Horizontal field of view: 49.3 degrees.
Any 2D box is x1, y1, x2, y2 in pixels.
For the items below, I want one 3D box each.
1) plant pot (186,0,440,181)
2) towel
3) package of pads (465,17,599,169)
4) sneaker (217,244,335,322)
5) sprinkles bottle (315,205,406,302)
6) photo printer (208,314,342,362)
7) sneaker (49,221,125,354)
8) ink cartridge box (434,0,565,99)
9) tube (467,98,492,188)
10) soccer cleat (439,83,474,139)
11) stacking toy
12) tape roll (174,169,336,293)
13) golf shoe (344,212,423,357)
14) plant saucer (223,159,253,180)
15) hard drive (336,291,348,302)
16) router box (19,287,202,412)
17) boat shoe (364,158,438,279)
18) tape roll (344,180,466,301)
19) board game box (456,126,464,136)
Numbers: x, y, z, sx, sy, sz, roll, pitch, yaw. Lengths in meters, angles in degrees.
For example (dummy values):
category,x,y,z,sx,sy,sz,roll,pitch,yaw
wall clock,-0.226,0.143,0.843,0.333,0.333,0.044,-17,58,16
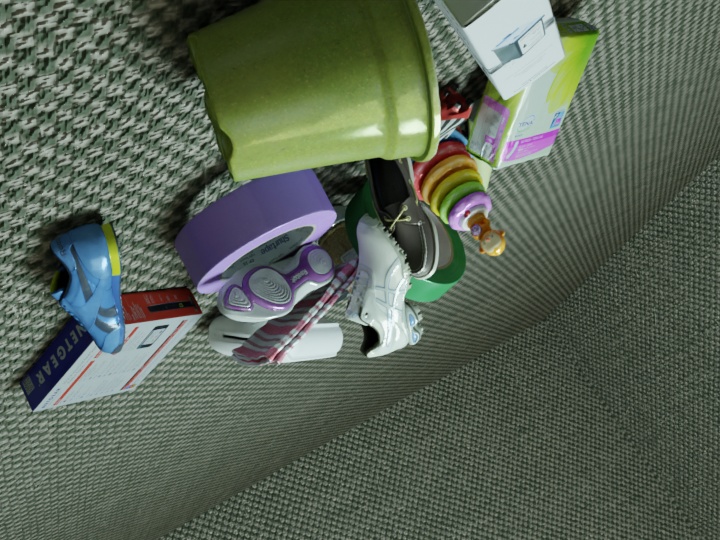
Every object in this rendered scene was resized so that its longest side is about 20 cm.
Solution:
category,x,y,z,sx,sy,sz,roll,pitch,yaw
plant pot,-0.050,-0.169,0.702,0.182,0.203,0.201,-19,160,-10
towel,-0.087,0.056,1.093,0.200,0.030,0.146,-48,-164,-25
package of pads,0.235,-0.248,1.094,0.153,0.068,0.202,-19,136,-42
sneaker,-0.116,0.031,1.020,0.099,0.076,0.199,-36,171,38
sprinkles bottle,0.000,0.000,1.178,0.068,0.201,0.068,-31,164,-10
photo printer,-0.144,0.111,1.311,0.164,0.071,0.199,5,180,25
sneaker,-0.311,0.027,0.888,0.077,0.066,0.202,-16,144,-25
ink cartridge box,0.116,-0.273,0.759,0.085,0.148,0.199,-36,163,15
tube,0.192,-0.191,1.239,0.058,0.052,0.201,-45,158,-12
soccer cleat,0.071,-0.191,1.036,0.199,0.069,0.086,-25,157,-41
stacking toy,0.146,-0.098,1.128,0.116,0.201,0.109,-41,147,18
tape roll,-0.130,-0.049,0.987,0.198,0.066,0.200,-30,173,-4
golf shoe,0.019,0.028,1.045,0.096,0.203,0.078,-27,-154,-21
plant saucer,-0.067,-0.166,0.913,0.198,0.028,0.201,-30,162,-11
hard drive,-0.048,0.008,1.398,0.138,0.033,0.201,-21,158,-36
router box,-0.344,0.108,1.093,0.200,0.049,0.179,-43,161,26
boat shoe,0.051,-0.086,1.061,0.071,0.203,0.059,-20,165,27
tape roll,0.069,-0.050,1.173,0.199,0.202,0.048,-12,153,-50
board game box,0.131,-0.175,1.265,0.102,0.020,0.200,-37,163,10
